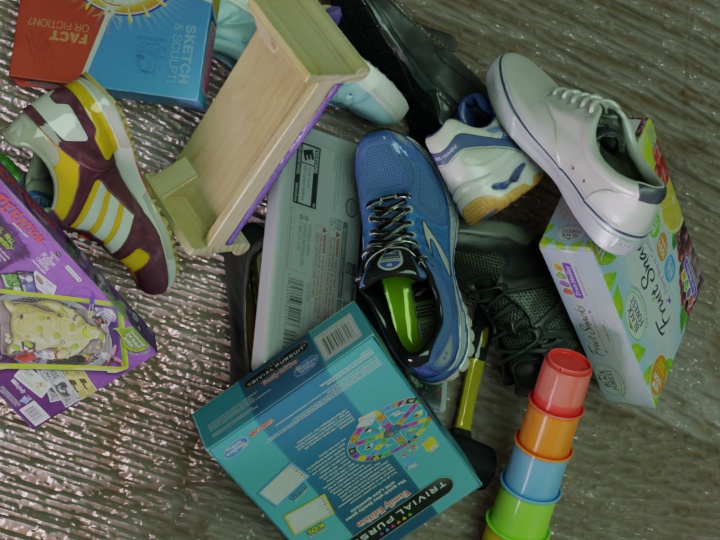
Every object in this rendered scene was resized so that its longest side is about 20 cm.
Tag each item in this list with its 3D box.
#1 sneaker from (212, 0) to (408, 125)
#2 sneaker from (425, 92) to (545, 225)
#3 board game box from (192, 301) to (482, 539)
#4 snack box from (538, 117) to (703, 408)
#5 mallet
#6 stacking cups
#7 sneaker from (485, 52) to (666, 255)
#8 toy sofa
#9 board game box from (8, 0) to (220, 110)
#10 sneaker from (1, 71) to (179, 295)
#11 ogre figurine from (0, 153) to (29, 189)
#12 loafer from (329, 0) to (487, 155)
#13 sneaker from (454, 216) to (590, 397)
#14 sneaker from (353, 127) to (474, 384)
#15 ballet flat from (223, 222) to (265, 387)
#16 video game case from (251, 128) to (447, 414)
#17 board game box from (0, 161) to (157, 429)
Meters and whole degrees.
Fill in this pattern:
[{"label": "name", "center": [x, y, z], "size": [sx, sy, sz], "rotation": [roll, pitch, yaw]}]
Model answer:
[{"label": "sneaker", "center": [-0.059, -0.157, 1.335], "size": [0.199, 0.074, 0.083], "rotation": [30, 87, -7]}, {"label": "sneaker", "center": [0.124, -0.113, 1.334], "size": [0.089, 0.075, 0.200], "rotation": [56, 35, -2]}, {"label": "board game box", "center": [-0.015, 0.139, 1.281], "size": [0.150, 0.047, 0.201], "rotation": [-34, 130, 2]}, {"label": "snack box", "center": [0.219, -0.005, 1.361], "size": [0.143, 0.052, 0.201], "rotation": [-61, 140, -30]}, {"label": "mallet", "center": [0.088, 0.081, 1.395], "size": [0.065, 0.041, 0.203], "rotation": [9, 82, -22]}, {"label": "stacking cups", "center": [0.141, 0.157, 1.353], "size": [0.060, 0.061, 0.202], "rotation": [4, 113, -19]}, {"label": "sneaker", "center": [0.169, -0.105, 1.258], "size": [0.072, 0.071, 0.201], "rotation": [-5, 50, -42]}, {"label": "toy sofa", "center": [-0.072, -0.107, 1.250], "size": [0.097, 0.201, 0.083], "rotation": [-8, 53, -48]}, {"label": "board game box", "center": [-0.180, -0.235, 1.277], "size": [0.151, 0.040, 0.203], "rotation": [7, 86, 4]}, {"label": "sneaker", "center": [-0.204, -0.050, 1.245], "size": [0.090, 0.075, 0.202], "rotation": [-31, 130, -16]}, {"label": "ogre figurine", "center": [-0.331, -0.082, 1.224], "size": [0.119, 0.098, 0.201], "rotation": [-38, 86, 1]}, {"label": "loafer", "center": [0.049, -0.172, 1.373], "size": [0.072, 0.072, 0.201], "rotation": [-47, 113, -24]}, {"label": "sneaker", "center": [0.127, 0.032, 1.357], "size": [0.198, 0.076, 0.116], "rotation": [30, 60, -37]}, {"label": "sneaker", "center": [0.036, -0.015, 1.268], "size": [0.078, 0.089, 0.203], "rotation": [-18, 78, 16]}, {"label": "ballet flat", "center": [-0.071, 0.062, 1.317], "size": [0.067, 0.068, 0.203], "rotation": [-11, 93, -32]}, {"label": "video game case", "center": [0.000, 0.000, 1.325], "size": [0.180, 0.023, 0.203], "rotation": [17, 69, -33]}, {"label": "board game box", "center": [-0.253, 0.021, 1.216], "size": [0.119, 0.032, 0.201], "rotation": [-28, 126, 13]}]
